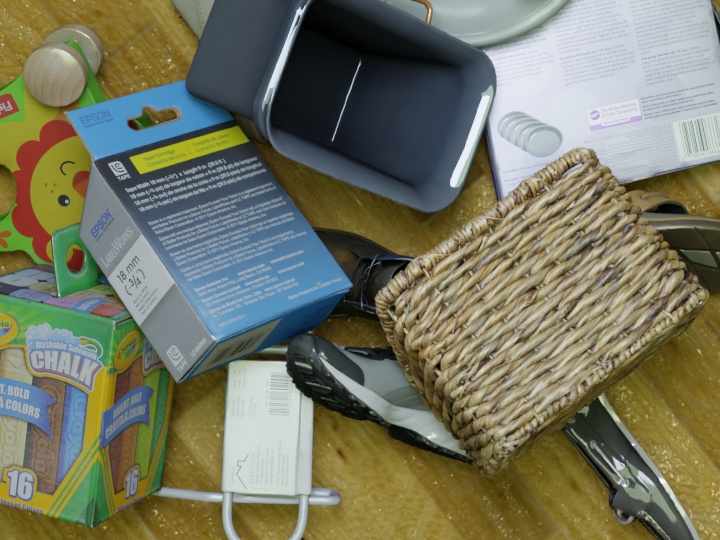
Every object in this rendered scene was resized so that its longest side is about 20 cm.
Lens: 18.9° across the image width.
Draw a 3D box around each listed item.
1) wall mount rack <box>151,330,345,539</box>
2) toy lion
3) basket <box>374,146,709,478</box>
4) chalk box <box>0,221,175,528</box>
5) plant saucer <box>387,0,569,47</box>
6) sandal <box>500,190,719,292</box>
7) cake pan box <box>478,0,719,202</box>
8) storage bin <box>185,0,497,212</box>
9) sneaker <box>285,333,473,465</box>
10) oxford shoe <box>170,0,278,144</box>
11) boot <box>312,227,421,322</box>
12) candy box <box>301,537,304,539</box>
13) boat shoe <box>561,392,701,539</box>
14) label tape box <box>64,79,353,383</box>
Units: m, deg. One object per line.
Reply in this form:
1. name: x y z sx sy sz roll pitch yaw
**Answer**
1. wall mount rack: -0.098 0.114 1.642 0.173 0.075 0.200 3 90 -3
2. toy lion: -0.234 -0.073 1.636 0.200 0.069 0.192 -20 107 14
3. basket: 0.125 0.032 1.557 0.200 0.143 0.149 -37 79 -9
4. chalk box: -0.210 0.067 1.583 0.124 0.124 0.200 13 104 19
5. plant saucer: 0.081 -0.266 1.608 0.200 0.050 0.200 -5 73 18
6. sandal: 0.207 -0.031 1.642 0.200 0.080 0.054 6 54 8
7. cake pan box: 0.183 -0.156 1.646 0.200 0.052 0.185 -13 92 1
8. storage bin: -0.020 -0.143 1.572 0.200 0.134 0.146 19 91 -44
9. sneaker: 0.023 0.080 1.605 0.200 0.074 0.079 26 81 -40
10. oxford shoe: -0.101 -0.193 1.651 0.074 0.071 0.200 -7 95 31
11. boot: 0.000 0.000 1.619 0.200 0.097 0.075 16 75 -1
12. candy box: -0.071 0.316 1.648 0.117 0.056 0.200 43 89 0
13. boat shoe: 0.184 0.143 1.639 0.057 0.067 0.200 -32 84 -5
14. label tape box: -0.121 -0.033 1.559 0.200 0.144 0.063 55 133 14
